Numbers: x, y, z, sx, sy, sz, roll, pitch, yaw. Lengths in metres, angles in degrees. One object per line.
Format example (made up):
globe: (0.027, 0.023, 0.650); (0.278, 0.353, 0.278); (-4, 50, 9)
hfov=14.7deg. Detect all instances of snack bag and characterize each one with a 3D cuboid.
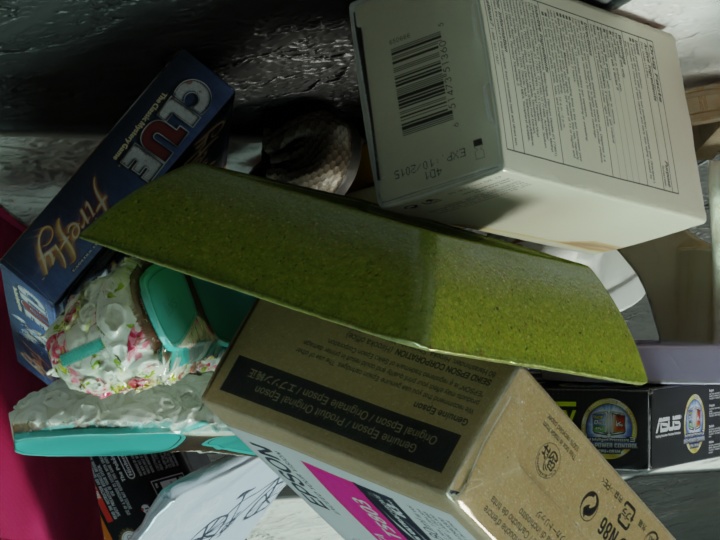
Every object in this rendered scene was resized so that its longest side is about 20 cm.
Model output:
snack bag: (-0.105, 0.152, 1.540); (0.188, 0.021, 0.200); (-25, 157, -54)

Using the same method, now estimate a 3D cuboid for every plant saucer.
plant saucer: (0.010, -0.003, 1.271); (0.199, 0.048, 0.199); (18, -176, 36)

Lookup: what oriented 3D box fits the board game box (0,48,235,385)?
board game box: (-0.119, -0.019, 1.377); (0.136, 0.035, 0.200); (-51, 174, -14)

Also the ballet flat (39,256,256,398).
ballet flat: (-0.102, 0.023, 1.335); (0.064, 0.076, 0.200); (-25, 175, 12)

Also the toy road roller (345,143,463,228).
toy road roller: (0.000, 0.000, 1.547); (0.199, 0.124, 0.146); (-16, 178, 41)

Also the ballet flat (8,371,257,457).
ballet flat: (-0.087, 0.064, 1.427); (0.199, 0.072, 0.072); (4, 162, -23)

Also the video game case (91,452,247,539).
video game case: (-0.184, 0.103, 1.685); (0.180, 0.201, 0.026); (-18, -165, 29)

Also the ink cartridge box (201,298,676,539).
ink cartridge box: (0.043, 0.101, 1.349); (0.164, 0.075, 0.200); (16, 159, 41)

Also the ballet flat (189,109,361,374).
ballet flat: (-0.068, -0.009, 1.463); (0.046, 0.068, 0.200); (15, 129, -33)

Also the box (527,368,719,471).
box: (0.124, 0.081, 1.547); (0.159, 0.045, 0.200); (-1, 180, 28)

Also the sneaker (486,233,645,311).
sneaker: (0.073, 0.012, 1.668); (0.199, 0.085, 0.073); (-26, -162, -24)

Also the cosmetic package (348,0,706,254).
cosmetic package: (0.083, -0.073, 1.330); (0.071, 0.106, 0.200); (-16, 164, 31)

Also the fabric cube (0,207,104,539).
fabric cube: (-0.264, 0.082, 1.504); (0.195, 0.200, 0.200); (-11, 167, 9)

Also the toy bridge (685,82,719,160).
toy bridge: (0.192, -0.083, 1.529); (0.199, 0.027, 0.067); (-7, 166, -13)

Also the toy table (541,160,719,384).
toy table: (0.198, 0.001, 1.492); (0.199, 0.118, 0.184); (1, -179, 0)
